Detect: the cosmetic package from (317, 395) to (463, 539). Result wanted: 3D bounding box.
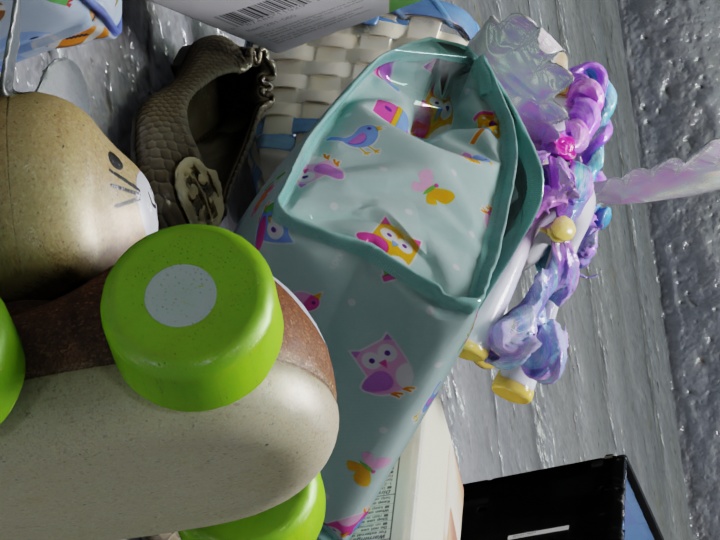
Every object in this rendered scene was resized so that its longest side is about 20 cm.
[{"bbox_3d":[-0.009,0.141,1.256,0.200,0.103,0.087,-79,156,-58],"label":"cosmetic package"}]

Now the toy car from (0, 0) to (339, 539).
[{"bbox_3d":[-0.095,-0.010,0.890,0.164,0.158,0.200,79,2,-60],"label":"toy car"}]

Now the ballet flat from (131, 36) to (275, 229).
[{"bbox_3d":[-0.072,-0.065,1.256,0.200,0.046,0.067,-76,152,-65],"label":"ballet flat"}]

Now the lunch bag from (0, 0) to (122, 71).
[{"bbox_3d":[-0.153,-0.169,0.963,0.200,0.075,0.160,43,34,-68],"label":"lunch bag"}]

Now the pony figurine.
[{"bbox_3d":[0.095,-0.037,1.315,0.200,0.166,0.193,-66,-165,-14],"label":"pony figurine"}]

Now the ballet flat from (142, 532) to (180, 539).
[{"bbox_3d":[-0.092,0.034,1.107,0.067,0.046,0.200,-69,145,-67],"label":"ballet flat"}]

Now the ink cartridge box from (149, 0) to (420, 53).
[{"bbox_3d":[-0.040,-0.178,1.195,0.200,0.146,0.084,18,60,-57],"label":"ink cartridge box"}]

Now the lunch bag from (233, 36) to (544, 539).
[{"bbox_3d":[0.000,0.000,1.211,0.170,0.122,0.200,-62,-177,34],"label":"lunch bag"}]

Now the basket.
[{"bbox_3d":[0.006,-0.098,1.434,0.176,0.139,0.200,85,9,-57],"label":"basket"}]

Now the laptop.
[{"bbox_3d":[0.068,0.168,1.403,0.200,0.177,0.103,-75,150,-66],"label":"laptop"}]
